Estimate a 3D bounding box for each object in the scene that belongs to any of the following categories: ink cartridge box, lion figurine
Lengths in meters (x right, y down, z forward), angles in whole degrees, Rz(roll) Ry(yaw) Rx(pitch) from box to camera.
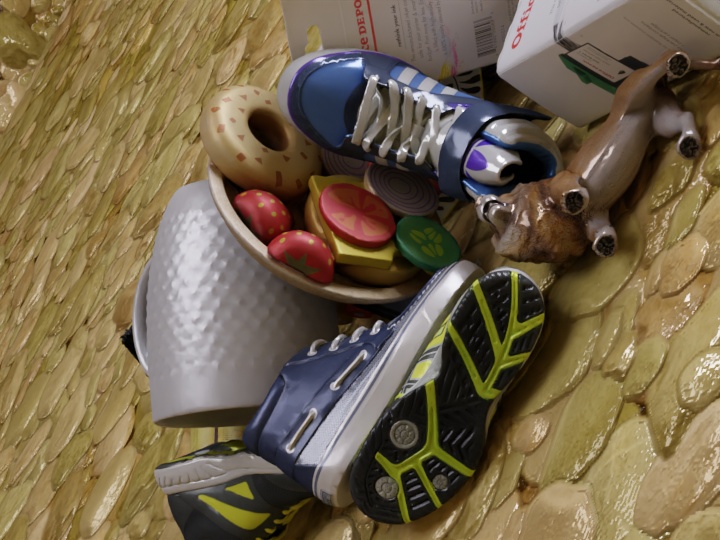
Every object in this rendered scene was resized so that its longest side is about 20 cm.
[{"bbox_3d":[0.032,-0.202,1.560,0.198,0.118,0.067,-17,36,-10],"label":"ink cartridge box"},{"bbox_3d":[0.196,-0.203,1.446,0.200,0.084,0.147,-26,38,59],"label":"ink cartridge box"},{"bbox_3d":[0.167,-0.077,1.392,0.200,0.072,0.123,-44,13,3],"label":"lion figurine"}]

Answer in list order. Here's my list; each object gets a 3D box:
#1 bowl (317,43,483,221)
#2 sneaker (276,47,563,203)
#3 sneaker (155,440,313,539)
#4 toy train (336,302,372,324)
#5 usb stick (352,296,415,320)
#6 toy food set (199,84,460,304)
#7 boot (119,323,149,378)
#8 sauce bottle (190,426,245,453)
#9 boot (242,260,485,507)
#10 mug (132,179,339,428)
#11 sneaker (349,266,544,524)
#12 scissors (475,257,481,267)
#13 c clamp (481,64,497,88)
[{"bbox_3d":[0.004,-0.128,1.676,0.200,0.093,0.203,-8,80,57],"label":"bowl"},{"bbox_3d":[0.052,-0.100,1.486,0.146,0.199,0.081,30,101,64],"label":"sneaker"},{"bbox_3d":[-0.070,0.171,1.593,0.199,0.085,0.074,-11,8,44],"label":"sneaker"},{"bbox_3d":[-0.027,0.064,1.674,0.200,0.055,0.151,-44,49,15],"label":"toy train"},{"bbox_3d":[0.000,0.000,1.616,0.199,0.033,0.056,21,78,47],"label":"usb stick"},{"bbox_3d":[-0.020,-0.054,1.535,0.049,0.196,0.201,-60,36,36],"label":"toy food set"},{"bbox_3d":[-0.127,0.033,1.789,0.162,0.073,0.198,-46,-6,-13],"label":"boot"},{"bbox_3d":[-0.111,0.131,1.762,0.066,0.066,0.201,-50,21,25],"label":"sauce bottle"},{"bbox_3d":[0.002,0.062,1.467,0.201,0.090,0.073,-54,-26,-16],"label":"boot"},{"bbox_3d":[-0.109,0.028,1.600,0.199,0.147,0.177,-14,77,46],"label":"mug"},{"bbox_3d":[0.065,0.087,1.414,0.201,0.075,0.076,-55,-3,12],"label":"sneaker"},{"bbox_3d":[0.051,0.080,1.512,0.073,0.014,0.201,-39,29,44],"label":"scissors"},{"bbox_3d":[0.137,-0.199,1.680,0.200,0.027,0.172,-39,24,48],"label":"c clamp"}]
